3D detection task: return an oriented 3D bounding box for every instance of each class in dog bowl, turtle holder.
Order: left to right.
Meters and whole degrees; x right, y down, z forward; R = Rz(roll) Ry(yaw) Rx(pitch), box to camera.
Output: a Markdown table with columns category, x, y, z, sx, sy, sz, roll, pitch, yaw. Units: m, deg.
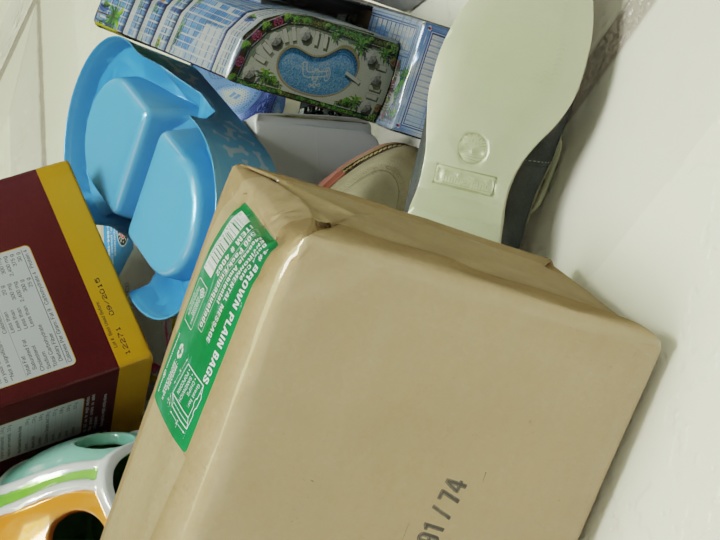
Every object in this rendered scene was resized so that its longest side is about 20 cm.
| category | x | y | z | sx | sy | sz | roll | pitch | yaw |
| --- | --- | --- | --- | --- | --- | --- | --- | --- | --- |
| turtle holder | -0.125 | 0.157 | 0.980 | 0.132 | 0.185 | 0.141 | -45 | 46 | 34 |
| dog bowl | -0.106 | -0.052 | 0.985 | 0.200 | 0.049 | 0.112 | 49 | 125 | 46 |

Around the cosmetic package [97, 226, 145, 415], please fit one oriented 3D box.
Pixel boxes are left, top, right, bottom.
| category | x | y | z | sx | sy | sz | roll | pitch | yaw |
| --- | --- | --- | --- | --- | --- | --- | --- | --- | --- |
| cosmetic package | -0.147 | 0.030 | 1.217 | 0.071 | 0.105 | 0.201 | -30 | 51 | 54 |

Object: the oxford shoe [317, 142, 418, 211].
| category | x | y | z | sx | sy | sz | roll | pitch | yaw |
| --- | --- | --- | --- | --- | --- | --- | --- | --- | --- |
| oxford shoe | 0.000 | 0.000 | 0.917 | 0.074 | 0.071 | 0.200 | -14 | 32 | 44 |

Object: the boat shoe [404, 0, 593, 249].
| category | x | y | z | sx | sy | sz | roll | pitch | yaw |
| --- | --- | --- | --- | --- | --- | --- | --- | --- | --- |
| boat shoe | 0.065 | -0.059 | 0.873 | 0.063 | 0.071 | 0.201 | 12 | -85 | -76 |

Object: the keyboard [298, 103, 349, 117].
| category | x | y | z | sx | sy | sz | roll | pitch | yaw |
| --- | --- | --- | --- | --- | --- | --- | --- | --- | --- |
| keyboard | -0.045 | -0.049 | 1.123 | 0.104 | 0.040 | 0.201 | -15 | 62 | 61 |

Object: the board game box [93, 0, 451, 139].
| category | x | y | z | sx | sy | sz | roll | pitch | yaw |
| --- | --- | --- | --- | --- | --- | --- | --- | --- | --- |
| board game box | -0.008 | -0.118 | 0.954 | 0.200 | 0.200 | 0.062 | 26 | 101 | 50 |

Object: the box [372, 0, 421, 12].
| category | x | y | z | sx | sy | sz | roll | pitch | yaw |
| --- | --- | --- | --- | --- | --- | --- | --- | --- | --- |
| box | 0.038 | -0.270 | 1.050 | 0.117 | 0.060 | 0.201 | -26 | 53 | 58 |

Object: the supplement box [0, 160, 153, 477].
| category | x | y | z | sx | sy | sz | roll | pitch | yaw |
| --- | --- | --- | --- | --- | --- | --- | --- | --- | --- |
| supplement box | -0.243 | 0.066 | 1.021 | 0.133 | 0.199 | 0.197 | 64 | 158 | 21 |

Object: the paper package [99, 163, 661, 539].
| category | x | y | z | sx | sy | sz | roll | pitch | yaw |
| --- | --- | --- | --- | --- | --- | --- | --- | --- | --- |
| paper package | 0.003 | 0.080 | 0.771 | 0.200 | 0.190 | 0.103 | -68 | 28 | 12 |

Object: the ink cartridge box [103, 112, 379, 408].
| category | x | y | z | sx | sy | sz | roll | pitch | yaw |
| --- | --- | --- | --- | --- | --- | --- | --- | --- | --- |
| ink cartridge box | -0.073 | 0.000 | 1.051 | 0.200 | 0.084 | 0.145 | -18 | 74 | 53 |

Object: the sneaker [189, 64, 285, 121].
| category | x | y | z | sx | sy | sz | roll | pitch | yaw |
| --- | --- | --- | --- | --- | --- | --- | --- | --- | --- |
| sneaker | -0.100 | -0.118 | 1.256 | 0.089 | 0.078 | 0.200 | -61 | 28 | -3 |
